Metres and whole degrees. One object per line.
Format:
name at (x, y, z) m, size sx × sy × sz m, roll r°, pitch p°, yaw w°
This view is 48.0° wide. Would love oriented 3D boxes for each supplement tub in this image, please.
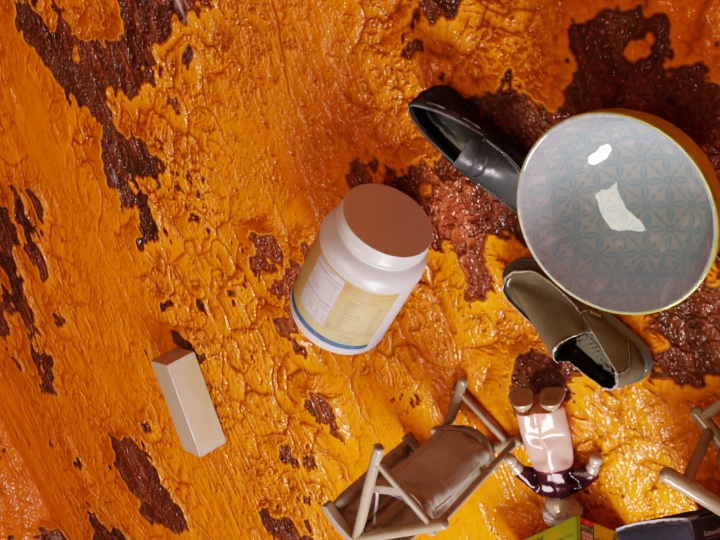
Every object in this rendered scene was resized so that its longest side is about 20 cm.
supplement tub at (0.000, 0.000, 1.061) m, size 0.145 × 0.144 × 0.201 m, roll 45°, pitch 136°, yaw 16°

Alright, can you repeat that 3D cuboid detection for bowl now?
bowl at (0.265, -0.069, 0.789) m, size 0.199 × 0.107 × 0.202 m, roll 22°, pitch 126°, yaw 34°

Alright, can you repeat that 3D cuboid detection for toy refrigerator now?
toy refrigerator at (-0.336, 0.257, 1.595) m, size 0.076 × 0.070 × 0.202 m, roll 3°, pitch 114°, yaw 51°

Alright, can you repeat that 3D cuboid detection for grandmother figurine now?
grandmother figurine at (0.246, 0.245, 1.026) m, size 0.120 × 0.061 × 0.202 m, roll -1°, pitch 114°, yaw 31°

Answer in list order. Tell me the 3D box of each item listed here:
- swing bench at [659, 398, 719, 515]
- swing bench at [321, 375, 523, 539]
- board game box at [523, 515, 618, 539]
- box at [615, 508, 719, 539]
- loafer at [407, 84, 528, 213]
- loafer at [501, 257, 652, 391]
swing bench at (0.431, 0.185, 0.750) m, size 0.200 × 0.130 × 0.199 m, roll 43°, pitch 136°, yaw 10°
swing bench at (0.083, 0.279, 1.097) m, size 0.130 × 0.198 × 0.200 m, roll 46°, pitch 137°, yaw 14°
board game box at (0.259, 0.388, 1.063) m, size 0.101 × 0.048 × 0.200 m, roll 24°, pitch 140°, yaw -15°
box at (0.374, 0.352, 0.838) m, size 0.104 × 0.147 × 0.202 m, roll -36°, pitch 57°, yaw 53°
loafer at (0.132, -0.129, 0.913) m, size 0.201 × 0.070 × 0.068 m, roll 47°, pitch 137°, yaw 14°
loafer at (0.236, 0.060, 0.919) m, size 0.200 × 0.069 × 0.076 m, roll 39°, pitch 135°, yaw 22°
